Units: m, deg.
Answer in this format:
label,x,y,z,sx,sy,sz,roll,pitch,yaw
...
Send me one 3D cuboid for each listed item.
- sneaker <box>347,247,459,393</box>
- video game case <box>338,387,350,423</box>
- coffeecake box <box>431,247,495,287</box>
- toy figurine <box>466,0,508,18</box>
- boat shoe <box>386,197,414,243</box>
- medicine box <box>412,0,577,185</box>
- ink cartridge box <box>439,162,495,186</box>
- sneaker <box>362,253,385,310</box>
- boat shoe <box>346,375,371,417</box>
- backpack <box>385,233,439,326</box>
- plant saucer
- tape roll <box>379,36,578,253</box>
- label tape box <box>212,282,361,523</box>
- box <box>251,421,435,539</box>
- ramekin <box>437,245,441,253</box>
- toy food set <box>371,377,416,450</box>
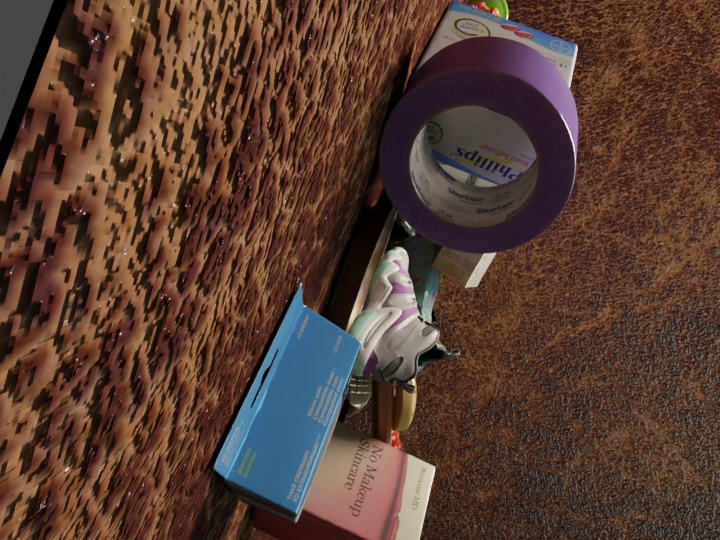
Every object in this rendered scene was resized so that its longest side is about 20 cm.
label,x,y,z,sx,sy,sz,roll,pitch,yaw
sneaker,0.065,0.067,0.696,0.079,0.137,0.203,106,8,-52
video game case,-0.054,0.224,0.858,0.182,0.025,0.205,-91,-161,-64
coffeecake box,0.216,-0.076,0.958,0.204,0.072,0.153,-61,162,9
toy figurine,0.192,-0.367,0.894,0.184,0.146,0.207,-32,123,-66
boat shoe,0.058,-0.078,0.854,0.068,0.071,0.200,-49,180,-10
medicine box,0.162,-0.223,0.694,0.104,0.178,0.203,105,8,-52
ink cartridge box,0.174,-0.197,0.830,0.083,0.195,0.150,27,85,-85
sneaker,0.025,0.065,0.867,0.080,0.073,0.204,-81,178,-50
boat shoe,-0.023,0.208,1.010,0.075,0.074,0.201,-59,-173,19
backpack,0.079,0.018,1.000,0.127,0.162,0.206,76,30,-73
plant saucer,0.000,0.000,0.702,0.200,0.034,0.205,23,89,-85
tape roll,0.122,-0.124,0.571,0.086,0.195,0.203,-62,172,-47
label tape box,-0.053,0.125,0.464,0.201,0.062,0.147,103,9,-63
box,-0.021,0.284,0.690,0.129,0.195,0.111,-63,175,-47
ramekin,0.177,-0.131,1.077,0.201,0.097,0.201,-51,169,-14
toy food set,0.043,0.166,0.786,0.201,0.047,0.204,-91,-177,-53
